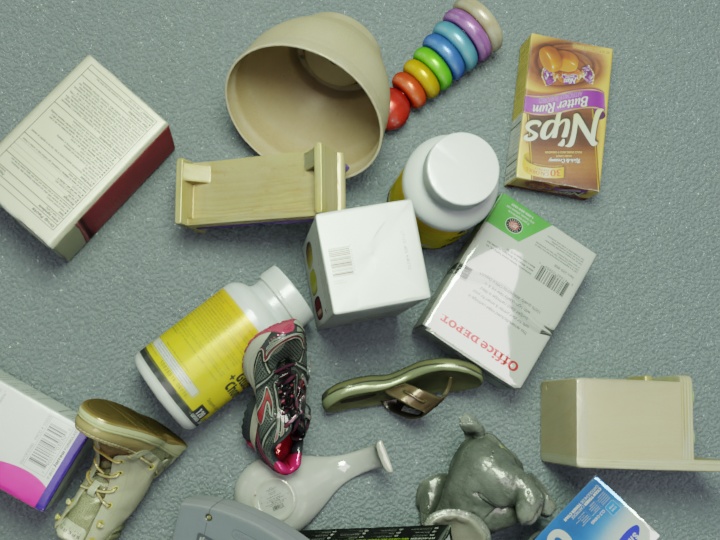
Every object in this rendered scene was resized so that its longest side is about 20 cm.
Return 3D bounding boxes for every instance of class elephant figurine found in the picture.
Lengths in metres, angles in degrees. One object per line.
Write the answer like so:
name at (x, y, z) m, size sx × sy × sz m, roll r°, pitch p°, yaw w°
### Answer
elephant figurine at (0.122, 0.302, 1.045) m, size 0.200 × 0.141 × 0.155 m, roll -44°, pitch 60°, yaw 4°

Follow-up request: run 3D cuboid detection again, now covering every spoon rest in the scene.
spoon rest at (-0.057, 0.258, 1.064) m, size 0.199 × 0.061 × 0.100 m, roll -21°, pitch 83°, yaw 3°

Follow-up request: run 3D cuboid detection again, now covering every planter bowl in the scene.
planter bowl at (-0.048, -0.230, 1.074) m, size 0.199 × 0.200 × 0.135 m, roll 25°, pitch 53°, yaw -3°

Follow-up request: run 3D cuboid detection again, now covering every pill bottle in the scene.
pill bottle at (-0.157, 0.086, 1.040) m, size 0.200 × 0.112 × 0.112 m, roll -38°, pitch 88°, yaw -11°
pill bottle at (0.099, -0.095, 1.048) m, size 0.111 × 0.200 × 0.113 m, roll 1°, pitch 82°, yaw -7°

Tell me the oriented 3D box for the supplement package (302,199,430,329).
supplement package at (0.000, 0.000, 1.028) m, size 0.109 × 0.200 × 0.114 m, roll -9°, pitch 82°, yaw -9°

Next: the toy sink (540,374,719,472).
toy sink at (0.337, 0.186, 1.082) m, size 0.199 × 0.130 × 0.113 m, roll 3°, pitch 81°, yaw -6°

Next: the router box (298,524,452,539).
router box at (0.015, 0.373, 0.990) m, size 0.199 × 0.062 × 0.151 m, roll -9°, pitch 94°, yaw 21°

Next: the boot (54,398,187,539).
boot at (-0.283, 0.228, 0.964) m, size 0.072 × 0.200 × 0.155 m, roll 32°, pitch 80°, yaw 21°

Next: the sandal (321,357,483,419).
sandal at (0.054, 0.156, 1.073) m, size 0.200 × 0.080 × 0.058 m, roll -13°, pitch 60°, yaw 0°

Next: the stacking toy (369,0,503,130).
stacking toy at (0.089, -0.262, 1.144) m, size 0.200 × 0.085 × 0.085 m, roll -43°, pitch 89°, yaw -7°

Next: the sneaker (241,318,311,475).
sneaker at (-0.085, 0.142, 1.002) m, size 0.080 × 0.201 × 0.075 m, roll -17°, pitch 39°, yaw -29°

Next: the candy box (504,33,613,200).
candy box at (0.264, -0.203, 1.167) m, size 0.116 × 0.056 × 0.201 m, roll 9°, pitch 82°, yaw -7°

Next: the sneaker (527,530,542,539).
sneaker at (0.294, 0.392, 1.054) m, size 0.200 × 0.112 × 0.073 m, roll 33°, pitch 80°, yaw -2°

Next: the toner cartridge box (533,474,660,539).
toner cartridge box at (0.235, 0.338, 0.996) m, size 0.200 × 0.043 × 0.095 m, roll -46°, pitch 68°, yaw -2°

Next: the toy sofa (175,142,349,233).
toy sofa at (-0.114, -0.092, 1.045) m, size 0.199 × 0.098 × 0.083 m, roll -3°, pitch 82°, yaw 20°

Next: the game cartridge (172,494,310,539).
game cartridge at (-0.124, 0.338, 0.989) m, size 0.199 × 0.041 × 0.134 m, roll 20°, pitch 101°, yaw 20°

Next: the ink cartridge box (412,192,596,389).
ink cartridge box at (0.178, 0.029, 1.106) m, size 0.146 × 0.084 × 0.200 m, roll 34°, pitch 79°, yaw -2°

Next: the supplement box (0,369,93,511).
supplement box at (-0.411, 0.175, 0.999) m, size 0.199 × 0.103 × 0.101 m, roll 31°, pitch 80°, yaw -3°

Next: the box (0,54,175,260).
box at (-0.337, -0.131, 1.050) m, size 0.128 × 0.109 × 0.200 m, roll 41°, pitch 79°, yaw 0°
